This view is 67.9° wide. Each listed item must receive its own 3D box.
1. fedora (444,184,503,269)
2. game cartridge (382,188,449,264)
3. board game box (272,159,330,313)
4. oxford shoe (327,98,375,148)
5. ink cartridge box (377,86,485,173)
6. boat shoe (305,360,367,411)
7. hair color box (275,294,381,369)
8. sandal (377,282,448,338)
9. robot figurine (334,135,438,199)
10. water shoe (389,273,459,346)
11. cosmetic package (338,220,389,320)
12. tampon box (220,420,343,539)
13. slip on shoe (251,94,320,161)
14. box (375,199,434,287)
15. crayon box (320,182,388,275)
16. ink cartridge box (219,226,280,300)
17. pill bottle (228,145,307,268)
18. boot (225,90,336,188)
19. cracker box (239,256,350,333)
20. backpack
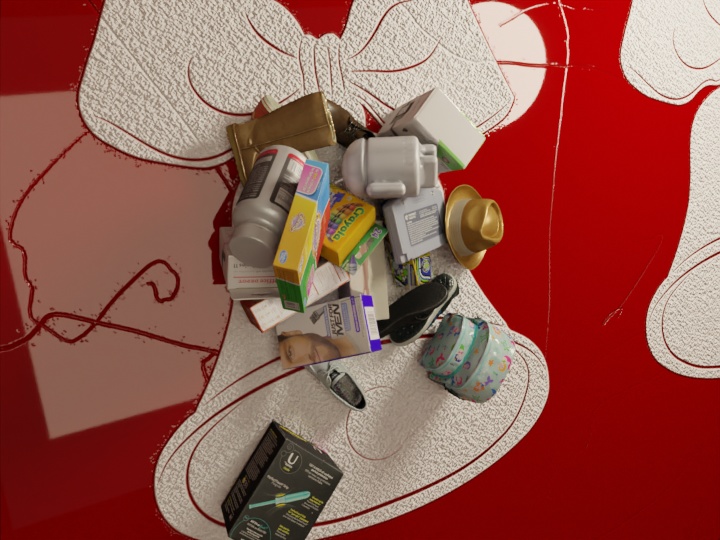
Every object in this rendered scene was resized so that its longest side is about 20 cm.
[{"bbox_3d":[0.263,-0.101,1.191,0.198,0.081,0.205,9,79,-48],"label":"fedora"},{"bbox_3d":[0.119,-0.102,1.112,0.199,0.041,0.136,-22,97,-49],"label":"game cartridge"},{"bbox_3d":[-0.092,-0.055,0.887,0.039,0.154,0.203,11,63,4],"label":"board game box"},{"bbox_3d":[-0.020,-0.291,1.110,0.199,0.084,0.073,36,82,-17],"label":"oxford shoe"},{"bbox_3d":[0.141,-0.279,1.111,0.145,0.200,0.085,39,82,-18],"label":"ink cartridge box"},{"bbox_3d":[-0.054,0.218,1.124,0.070,0.071,0.201,-45,103,-12],"label":"boat shoe"},{"bbox_3d":[-0.066,0.122,1.050,0.197,0.065,0.112,-16,80,23],"label":"hair color box"},{"bbox_3d":[0.106,0.089,1.148,0.198,0.076,0.048,-30,128,23],"label":"sandal"},{"bbox_3d":[0.049,-0.197,1.026,0.195,0.171,0.115,-2,130,5],"label":"robot figurine"},{"bbox_3d":[0.150,0.098,1.197,0.200,0.072,0.079,-46,146,7],"label":"water shoe"},{"bbox_3d":[0.000,0.000,1.121,0.085,0.103,0.205,-6,93,-18],"label":"cosmetic package"},{"bbox_3d":[-0.158,0.437,1.066,0.149,0.126,0.202,37,79,-19],"label":"tampon box"},{"bbox_3d":[-0.143,-0.255,1.079,0.061,0.074,0.201,-34,112,17],"label":"slip on shoe"},{"bbox_3d":[0.097,-0.070,1.164,0.064,0.069,0.204,-23,102,-43],"label":"box"},{"bbox_3d":[-0.059,-0.095,1.028,0.198,0.052,0.126,30,64,19],"label":"crayon box"},{"bbox_3d":[-0.194,-0.018,0.987,0.115,0.200,0.069,-1,113,-21],"label":"ink cartridge box"},{"bbox_3d":[-0.156,-0.109,0.923,0.109,0.110,0.203,29,53,-20],"label":"pill bottle"},{"bbox_3d":[-0.140,-0.225,1.020,0.196,0.066,0.178,-14,112,8],"label":"boot"},{"bbox_3d":[-0.132,0.040,1.054,0.198,0.134,0.059,-30,102,-18],"label":"cracker box"},{"bbox_3d":[0.236,0.188,1.168,0.149,0.199,0.180,33,82,-19],"label":"backpack"}]
